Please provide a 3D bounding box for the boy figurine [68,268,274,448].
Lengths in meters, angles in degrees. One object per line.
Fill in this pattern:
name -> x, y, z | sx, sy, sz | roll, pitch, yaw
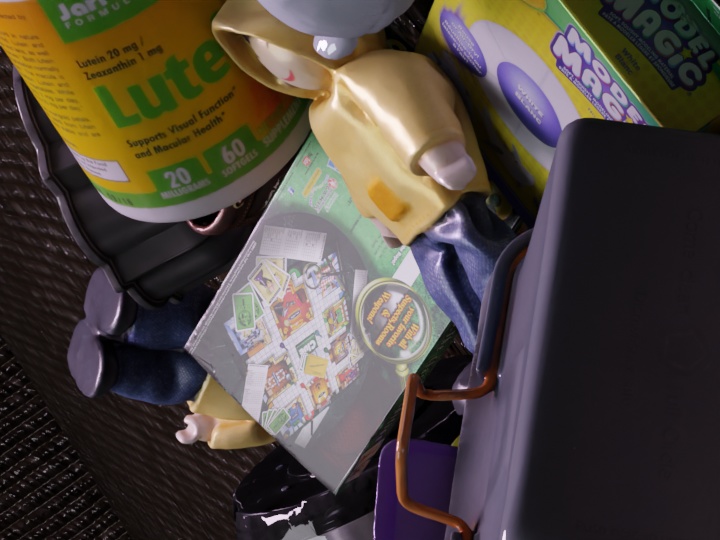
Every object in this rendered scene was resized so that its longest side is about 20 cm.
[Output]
boy figurine -> -0.064, 0.046, 1.314 | 0.064, 0.199, 0.125 | 41, 118, 59

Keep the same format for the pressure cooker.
pressure cooker -> 0.046, 0.166, 1.193 | 0.201, 0.175, 0.179 | 61, 167, -10

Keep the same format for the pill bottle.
pill bottle -> -0.105, -0.125, 0.932 | 0.111, 0.111, 0.200 | 37, 162, 49

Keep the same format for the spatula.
spatula -> 0.104, 0.099, 0.818 | 0.021, 0.199, 0.057 | 93, -178, -75

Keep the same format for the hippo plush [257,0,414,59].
hippo plush -> -0.032, -0.162, 0.771 | 0.161, 0.200, 0.159 | 37, 155, 3

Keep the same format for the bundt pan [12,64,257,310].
bundt pan -> -0.105, -0.085, 1.194 | 0.202, 0.075, 0.203 | -19, -90, -74

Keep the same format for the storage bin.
storage bin -> 0.085, 0.049, 0.749 | 0.145, 0.201, 0.134 | 8, 153, 6

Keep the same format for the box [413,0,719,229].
box -> 0.081, -0.077, 0.828 | 0.118, 0.048, 0.200 | 53, 163, 9

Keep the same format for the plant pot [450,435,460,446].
plant pot -> 0.128, 0.136, 0.908 | 0.194, 0.200, 0.200 | 69, 163, -4

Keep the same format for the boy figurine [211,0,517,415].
boy figurine -> 0.016, -0.042, 0.895 | 0.200, 0.064, 0.124 | 56, 166, -4

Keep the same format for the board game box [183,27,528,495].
board game box -> 0.000, 0.000, 0.997 | 0.105, 0.023, 0.200 | 45, 128, 16

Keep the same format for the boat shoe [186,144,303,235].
boat shoe -> -0.058, -0.106, 1.063 | 0.070, 0.070, 0.201 | 31, 136, 39
